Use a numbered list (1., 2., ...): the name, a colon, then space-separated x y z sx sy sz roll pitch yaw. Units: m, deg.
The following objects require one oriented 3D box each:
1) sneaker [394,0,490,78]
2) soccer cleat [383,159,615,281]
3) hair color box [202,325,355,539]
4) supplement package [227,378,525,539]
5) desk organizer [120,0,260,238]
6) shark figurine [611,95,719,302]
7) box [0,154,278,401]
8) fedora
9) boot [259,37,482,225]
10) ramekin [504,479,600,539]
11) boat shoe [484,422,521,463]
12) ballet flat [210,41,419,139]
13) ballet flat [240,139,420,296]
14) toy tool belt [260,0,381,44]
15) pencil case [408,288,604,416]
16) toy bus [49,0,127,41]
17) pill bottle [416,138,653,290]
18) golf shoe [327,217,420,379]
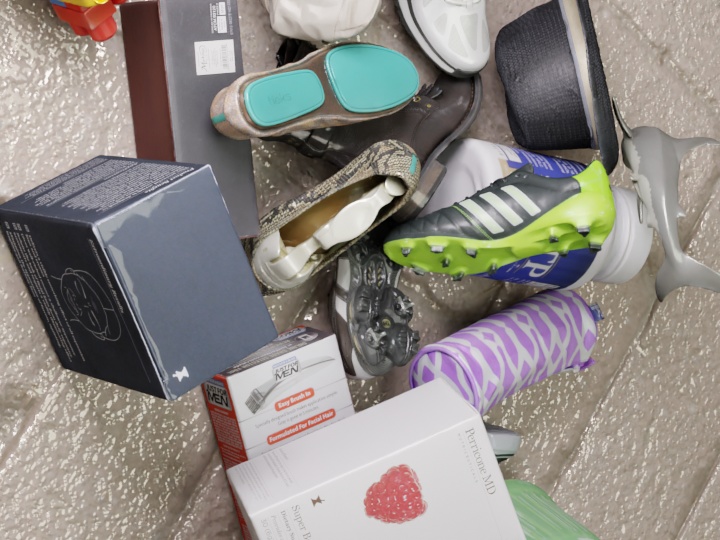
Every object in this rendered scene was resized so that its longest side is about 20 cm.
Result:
1. sneaker: 0.082 -0.270 1.664 0.075 0.115 0.201 -20 91 -34
2. soccer cleat: 0.116 -0.044 1.631 0.068 0.199 0.081 57 29 -52
3. hair color box: -0.057 0.161 1.676 0.111 0.064 0.201 -21 107 -27
4. supplement package: 0.011 0.191 1.580 0.199 0.120 0.122 -23 105 -8
5. desk organizer: -0.140 -0.124 1.585 0.072 0.077 0.201 -11 100 -32
6. shark figurine: 0.278 -0.079 1.700 0.089 0.215 0.128 -15 131 6
7. box: -0.176 0.001 1.503 0.107 0.200 0.149 -30 110 -26
8. fedora: 0.170 -0.174 1.740 0.091 0.201 0.201 -12 104 5
9. boot: 0.006 -0.150 1.675 0.174 0.069 0.200 36 51 -13
10. ramekin: 0.139 0.300 1.759 0.200 0.098 0.201 -21 123 -34
11. boat shoe: 0.069 0.173 1.737 0.200 0.072 0.071 0 100 -48
12. ballet flat: -0.042 -0.144 1.575 0.200 0.067 0.068 -12 86 -42
13. ballet flat: -0.034 -0.033 1.604 0.200 0.075 0.068 -36 111 18
14. toy tool belt: -0.015 -0.283 1.592 0.124 0.123 0.201 14 99 6
15. pencil case: 0.132 0.080 1.752 0.200 0.084 0.086 -22 91 -42
16. toy bus: -0.218 -0.259 1.459 0.136 0.200 0.192 -39 121 -22
17. pill bottle: 0.161 -0.045 1.759 0.199 0.120 0.120 9 90 -33
18. golf shoe: 0.000 0.000 1.694 0.078 0.094 0.201 14 62 -24
